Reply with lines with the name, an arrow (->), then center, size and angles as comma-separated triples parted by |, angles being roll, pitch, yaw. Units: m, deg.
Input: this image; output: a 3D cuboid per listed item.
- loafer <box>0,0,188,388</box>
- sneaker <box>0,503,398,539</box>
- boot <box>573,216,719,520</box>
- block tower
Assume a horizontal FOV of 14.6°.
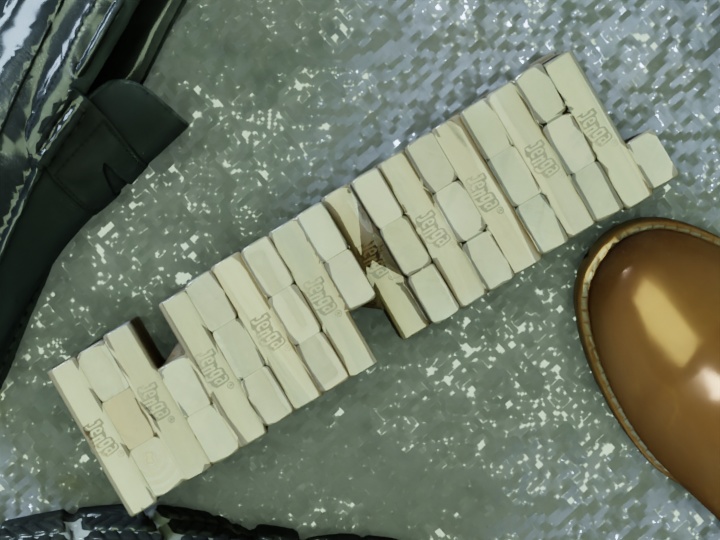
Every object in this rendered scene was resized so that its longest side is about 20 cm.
loafer -> -0.089, -0.051, 0.879 | 0.070, 0.068, 0.201 | 18, 87, 8
sneaker -> -0.046, 0.124, 0.882 | 0.199, 0.077, 0.085 | 9, 96, -1
boot -> 0.140, 0.069, 0.841 | 0.076, 0.155, 0.201 | -31, 91, 0
block tower -> 0.000, 0.000, 0.889 | 0.199, 0.054, 0.058 | -31, 92, -1
